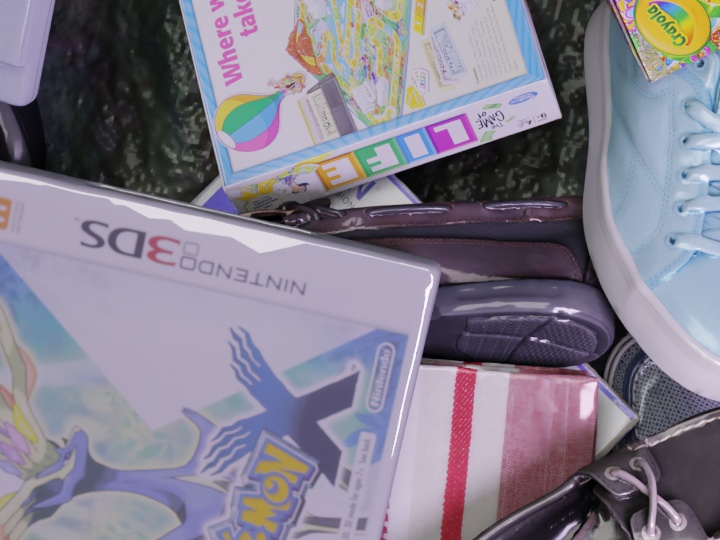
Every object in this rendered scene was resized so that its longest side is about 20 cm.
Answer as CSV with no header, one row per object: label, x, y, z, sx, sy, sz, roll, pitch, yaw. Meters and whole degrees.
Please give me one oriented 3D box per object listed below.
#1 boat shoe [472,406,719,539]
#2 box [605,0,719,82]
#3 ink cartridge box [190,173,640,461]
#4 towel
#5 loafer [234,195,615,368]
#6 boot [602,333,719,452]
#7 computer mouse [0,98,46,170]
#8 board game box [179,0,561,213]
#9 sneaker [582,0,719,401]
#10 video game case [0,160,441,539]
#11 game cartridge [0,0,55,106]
boat shoe,0.077,0.114,0.973,0.200,0.057,0.067,-38,56,7
box,0.145,-0.213,1.004,0.192,0.122,0.200,-25,48,6
ink cartridge box,-0.021,0.064,1.077,0.200,0.043,0.198,-45,76,4
towel,-0.012,0.101,1.024,0.200,0.023,0.144,5,97,0
loafer,0.000,0.000,1.035,0.200,0.072,0.063,3,63,6
boot,0.151,0.106,1.016,0.073,0.090,0.200,-29,78,5
computer mouse,-0.177,-0.097,1.100,0.138,0.053,0.200,-10,98,20
board game box,-0.009,-0.132,1.080,0.134,0.034,0.200,-18,63,7
sneaker,0.131,-0.050,1.008,0.074,0.082,0.200,8,54,-24
video game case,-0.079,0.073,0.996,0.182,0.022,0.200,13,100,2
game cartridge,-0.206,-0.155,1.051,0.200,0.041,0.133,18,111,15
